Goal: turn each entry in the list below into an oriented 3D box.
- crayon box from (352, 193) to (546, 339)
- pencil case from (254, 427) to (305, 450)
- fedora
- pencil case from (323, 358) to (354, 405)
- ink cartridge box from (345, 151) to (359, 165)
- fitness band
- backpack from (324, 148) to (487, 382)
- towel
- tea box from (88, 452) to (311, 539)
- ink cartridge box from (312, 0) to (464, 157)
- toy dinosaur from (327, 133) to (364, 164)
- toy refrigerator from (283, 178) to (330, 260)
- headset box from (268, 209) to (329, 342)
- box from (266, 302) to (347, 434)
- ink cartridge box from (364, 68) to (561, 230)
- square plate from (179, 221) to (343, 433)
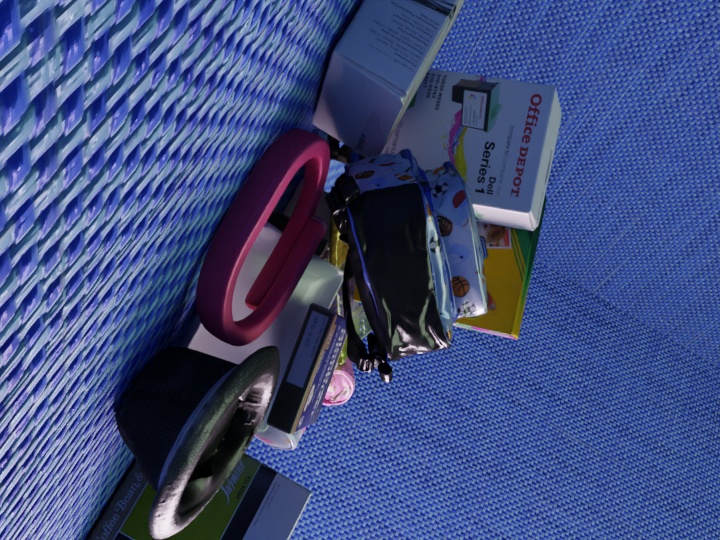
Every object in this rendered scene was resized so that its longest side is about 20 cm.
[{"bbox_3d":[0.107,-0.026,0.985,0.058,0.196,0.176,33,70,-68],"label":"crayon box"},{"bbox_3d":[-0.076,0.126,1.047,0.091,0.082,0.202,85,29,-57],"label":"pencil case"},{"bbox_3d":[-0.148,0.126,0.700,0.202,0.091,0.201,-59,171,-16],"label":"fedora"},{"bbox_3d":[-0.059,0.093,1.184,0.085,0.083,0.202,-24,-132,16],"label":"pencil case"},{"bbox_3d":[-0.004,-0.103,1.188,0.120,0.041,0.204,-99,-173,-66],"label":"ink cartridge box"},{"bbox_3d":[-0.079,-0.029,0.735,0.202,0.037,0.144,-63,164,-16],"label":"fitness band"},{"bbox_3d":[0.041,-0.031,0.812,0.191,0.151,0.203,-113,-167,-63],"label":"backpack"},{"bbox_3d":[0.000,0.000,1.030,0.143,0.022,0.204,-34,129,-59],"label":"towel"},{"bbox_3d":[-0.191,0.306,0.938,0.202,0.195,0.134,-60,180,-27],"label":"tea box"},{"bbox_3d":[0.038,-0.235,0.831,0.202,0.083,0.146,-61,-179,-21],"label":"ink cartridge box"},{"bbox_3d":[-0.011,-0.180,0.968,0.200,0.076,0.104,-24,125,-70],"label":"toy dinosaur"},{"bbox_3d":[-0.066,-0.056,1.137,0.071,0.075,0.200,-60,-179,-9],"label":"toy refrigerator"},{"bbox_3d":[-0.106,0.023,0.994,0.151,0.076,0.200,-61,179,-9],"label":"headset box"},{"bbox_3d":[-0.047,0.103,0.874,0.200,0.032,0.123,57,53,-83],"label":"box"},{"bbox_3d":[0.114,-0.139,0.927,0.084,0.196,0.148,31,71,-72],"label":"ink cartridge box"},{"bbox_3d":[-0.110,0.060,0.846,0.203,0.028,0.198,-63,149,-4],"label":"square plate"}]
